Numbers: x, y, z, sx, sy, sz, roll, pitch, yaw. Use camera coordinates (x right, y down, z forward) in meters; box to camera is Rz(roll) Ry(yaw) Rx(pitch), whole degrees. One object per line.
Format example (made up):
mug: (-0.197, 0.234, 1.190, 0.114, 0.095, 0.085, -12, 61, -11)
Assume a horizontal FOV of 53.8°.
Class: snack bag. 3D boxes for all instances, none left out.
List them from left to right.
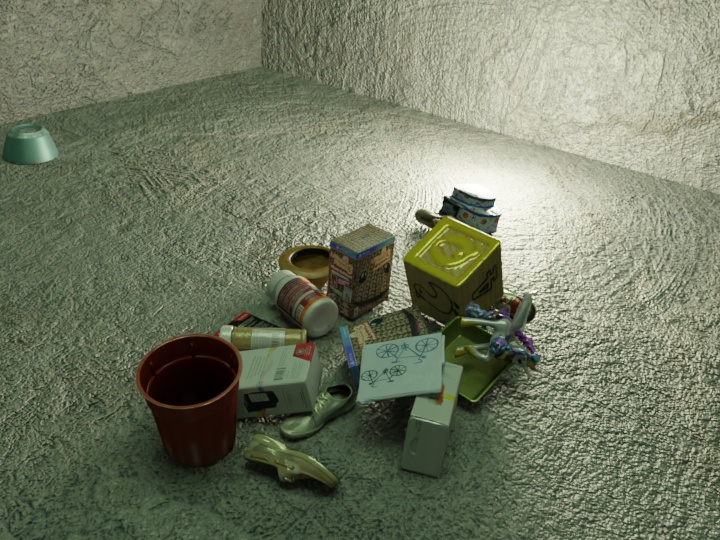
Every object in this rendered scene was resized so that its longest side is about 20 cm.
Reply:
snack bag: (0.089, 0.207, 1.495, 0.186, 0.022, 0.201, -10, 29, 11)

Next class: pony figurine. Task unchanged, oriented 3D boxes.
pony figurine: (0.334, 0.140, 1.654, 0.198, 0.195, 0.167, 12, -14, 15)

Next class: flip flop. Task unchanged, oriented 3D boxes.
flip flop: (0.258, -0.152, 2.377, 0.199, 0.082, 0.058, 24, 51, 32)

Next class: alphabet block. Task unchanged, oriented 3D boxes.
alphabet block: (0.252, 0.013, 1.893, 0.194, 0.201, 0.196, 26, 58, 34)

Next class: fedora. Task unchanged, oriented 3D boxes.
fedora: (-0.141, -0.002, 2.027, 0.198, 0.083, 0.201, 5, 29, -3)

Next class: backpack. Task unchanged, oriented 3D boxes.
backpack: (0.389, -0.205, 2.424, 0.199, 0.155, 0.190, -17, 46, -39)

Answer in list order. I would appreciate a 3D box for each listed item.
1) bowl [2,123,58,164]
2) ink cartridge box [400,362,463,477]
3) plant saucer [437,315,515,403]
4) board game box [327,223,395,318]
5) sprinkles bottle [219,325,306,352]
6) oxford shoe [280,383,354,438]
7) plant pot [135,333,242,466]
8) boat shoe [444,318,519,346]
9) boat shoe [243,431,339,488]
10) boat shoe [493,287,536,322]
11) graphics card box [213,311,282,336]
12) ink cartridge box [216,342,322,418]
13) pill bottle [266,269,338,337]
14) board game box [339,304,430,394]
bowl: (-1.250, -0.485, 2.673, 0.198, 0.106, 0.201, 4, 29, -2)
ink cartridge box: (0.151, 0.304, 1.474, 0.083, 0.147, 0.200, 12, 31, 11)
plant saucer: (0.252, 0.221, 1.699, 0.199, 0.048, 0.200, 29, 52, 34)
board game box: (0.000, 0.000, 1.913, 0.096, 0.202, 0.159, 26, 36, 33)
sprinkles bottle: (-0.224, 0.165, 1.635, 0.198, 0.069, 0.068, 3, 29, -2)
oxford shoe: (-0.092, 0.298, 1.532, 0.199, 0.058, 0.075, -22, 42, -37)
plant pot: (-0.325, 0.264, 1.395, 0.198, 0.197, 0.202, 1, 37, -1)
boat shoe: (0.311, 0.164, 1.807, 0.200, 0.087, 0.075, 12, 30, 13)
boat shoe: (-0.135, 0.382, 1.378, 0.198, 0.072, 0.065, 21, 69, 18)
boat shoe: (0.403, 0.084, 1.966, 0.062, 0.072, 0.200, 24, 7, -40)
graphics card box: (-0.242, 0.178, 1.724, 0.198, 0.051, 0.125, 19, 32, 24)
ink cartridge box: (-0.195, 0.239, 1.545, 0.198, 0.084, 0.146, -8, 28, 10)
pill bottle: (-0.156, 0.081, 1.850, 0.109, 0.111, 0.200, -17, 37, -35)
board game box: (0.066, 0.187, 1.658, 0.198, 0.098, 0.160, -17, 32, -2)
